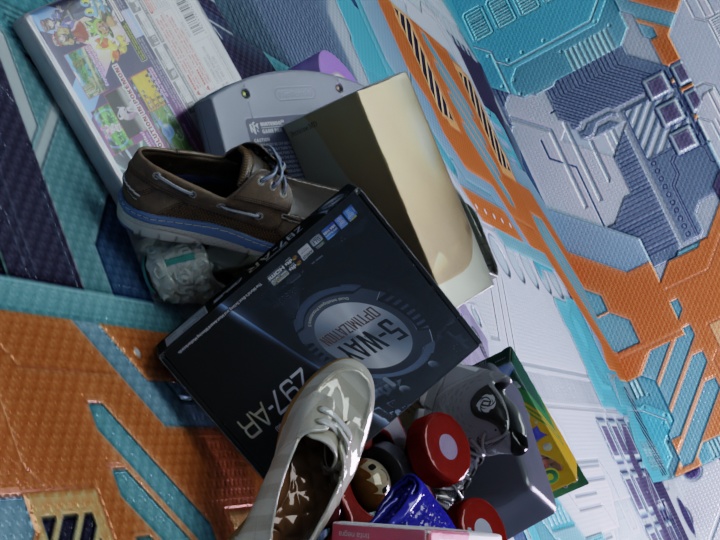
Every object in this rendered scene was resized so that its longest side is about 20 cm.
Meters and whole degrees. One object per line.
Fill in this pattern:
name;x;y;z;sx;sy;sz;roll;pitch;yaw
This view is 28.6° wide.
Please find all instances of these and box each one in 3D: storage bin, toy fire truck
storage bin;0.120;0.205;1.489;0.146;0.134;0.201;45;25;-47
toy fire truck;0.025;0.221;1.240;0.168;0.112;0.201;-21;87;-53

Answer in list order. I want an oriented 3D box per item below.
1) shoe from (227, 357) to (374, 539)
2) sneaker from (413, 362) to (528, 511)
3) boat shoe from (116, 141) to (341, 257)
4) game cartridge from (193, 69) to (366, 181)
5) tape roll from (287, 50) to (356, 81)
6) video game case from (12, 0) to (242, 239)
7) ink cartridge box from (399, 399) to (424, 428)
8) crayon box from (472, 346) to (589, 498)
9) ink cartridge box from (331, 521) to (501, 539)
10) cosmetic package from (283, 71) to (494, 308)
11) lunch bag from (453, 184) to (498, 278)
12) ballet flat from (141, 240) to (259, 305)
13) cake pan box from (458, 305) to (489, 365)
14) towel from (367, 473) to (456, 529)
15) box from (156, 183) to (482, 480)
shoe;-0.036;0.152;1.024;0.070;0.053;0.201;36;66;-21
sneaker;0.100;0.185;1.360;0.075;0.115;0.201;30;70;-54
boat shoe;-0.088;-0.058;1.110;0.072;0.199;0.073;-108;-154;-46
game cartridge;-0.057;-0.109;1.246;0.199;0.041;0.134;-11;89;-47
tape roll;-0.026;-0.170;1.756;0.200;0.065;0.200;55;19;-28
video game case;-0.173;-0.150;1.189;0.182;0.023;0.201;-38;102;-45
ink cartridge box;-0.019;0.057;1.397;0.200;0.075;0.165;40;29;-52
crayon box;0.169;0.205;1.655;0.201;0.125;0.052;59;17;-14
ink cartridge box;0.037;0.290;1.038;0.146;0.082;0.201;23;69;-62
cosmetic package;0.024;-0.056;1.211;0.071;0.105;0.201;-28;96;-43
lunch bag;0.039;-0.039;1.566;0.200;0.163;0.118;56;19;-23
ballet flat;-0.116;-0.002;1.201;0.072;0.072;0.200;64;15;5
cake pan box;0.103;0.076;1.796;0.200;0.052;0.184;56;15;-26
towel;0.055;0.287;1.161;0.148;0.049;0.200;-45;111;-27
box;-0.032;0.057;1.092;0.160;0.200;0.044;51;-3;-13
